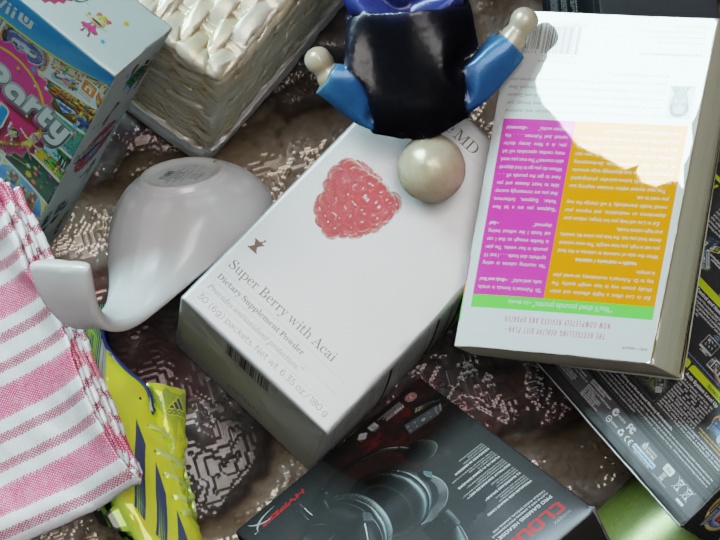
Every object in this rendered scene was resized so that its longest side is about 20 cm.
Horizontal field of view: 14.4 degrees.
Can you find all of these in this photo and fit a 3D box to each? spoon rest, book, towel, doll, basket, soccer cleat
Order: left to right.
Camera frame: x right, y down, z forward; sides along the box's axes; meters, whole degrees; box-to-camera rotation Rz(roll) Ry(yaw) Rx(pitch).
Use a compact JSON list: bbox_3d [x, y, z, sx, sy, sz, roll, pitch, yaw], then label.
[{"bbox_3d":[-0.223,0.063,1.672,0.146,0.030,0.201,-28,82,27],"label":"towel"},{"bbox_3d":[-0.129,0.109,1.696,0.083,0.065,0.201,-27,79,-14],"label":"soccer cleat"},{"bbox_3d":[-0.125,-0.015,1.686,0.099,0.200,0.061,4,114,27],"label":"spoon rest"},{"bbox_3d":[-0.108,-0.210,1.732,0.198,0.161,0.200,38,77,4],"label":"basket"},{"bbox_3d":[0.034,-0.139,1.640,0.136,0.048,0.201,-6,90,-1],"label":"doll"},{"bbox_3d":[0.131,-0.046,1.618,0.133,0.048,0.201,6,80,30],"label":"book"}]

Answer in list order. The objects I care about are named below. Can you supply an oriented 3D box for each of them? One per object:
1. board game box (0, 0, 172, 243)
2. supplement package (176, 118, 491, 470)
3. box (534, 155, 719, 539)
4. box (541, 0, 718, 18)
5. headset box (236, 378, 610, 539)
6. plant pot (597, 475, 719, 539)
[{"bbox_3d":[-0.213,-0.113,1.673,0.147,0.200,0.064,40,46,5],"label":"board game box"},{"bbox_3d":[0.000,0.000,1.707,0.121,0.120,0.200,42,75,7],"label":"supplement package"},{"bbox_3d":[0.188,0.031,1.627,0.160,0.044,0.200,-46,54,7],"label":"box"},{"bbox_3d":[0.159,-0.191,1.720,0.078,0.141,0.201,-9,109,-7],"label":"box"},{"bbox_3d":[0.046,0.170,1.634,0.149,0.077,0.200,-39,38,-12],"label":"headset box"},{"bbox_3d":[0.239,0.145,1.674,0.190,0.200,0.200,-34,81,-1],"label":"plant pot"}]
